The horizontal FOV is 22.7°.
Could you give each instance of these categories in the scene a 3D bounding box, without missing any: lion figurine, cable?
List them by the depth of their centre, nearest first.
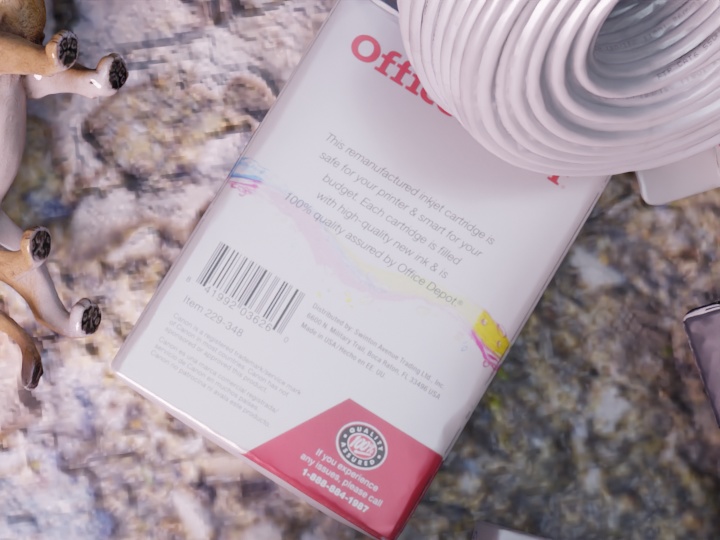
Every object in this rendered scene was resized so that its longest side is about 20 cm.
[{"bbox_3d":[0.113,-0.116,0.699,0.199,0.200,0.069,-23,59,-9],"label":"cable"},{"bbox_3d":[-0.171,-0.056,0.802,0.122,0.072,0.201,11,91,30],"label":"lion figurine"}]

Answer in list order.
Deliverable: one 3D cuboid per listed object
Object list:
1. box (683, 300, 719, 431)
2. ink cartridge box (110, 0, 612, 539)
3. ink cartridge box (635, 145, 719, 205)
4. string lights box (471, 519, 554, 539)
[{"bbox_3d":[0.273,0.078,0.761,0.117,0.196,0.201,-14,85,-49],"label":"box"},{"bbox_3d":[0.000,0.000,0.807,0.147,0.086,0.200,33,81,-3],"label":"ink cartridge box"},{"bbox_3d":[0.219,-0.111,0.845,0.199,0.067,0.117,-17,88,-7],"label":"ink cartridge box"},{"bbox_3d":[0.080,0.224,0.809,0.102,0.059,0.201,15,84,-6],"label":"string lights box"}]
